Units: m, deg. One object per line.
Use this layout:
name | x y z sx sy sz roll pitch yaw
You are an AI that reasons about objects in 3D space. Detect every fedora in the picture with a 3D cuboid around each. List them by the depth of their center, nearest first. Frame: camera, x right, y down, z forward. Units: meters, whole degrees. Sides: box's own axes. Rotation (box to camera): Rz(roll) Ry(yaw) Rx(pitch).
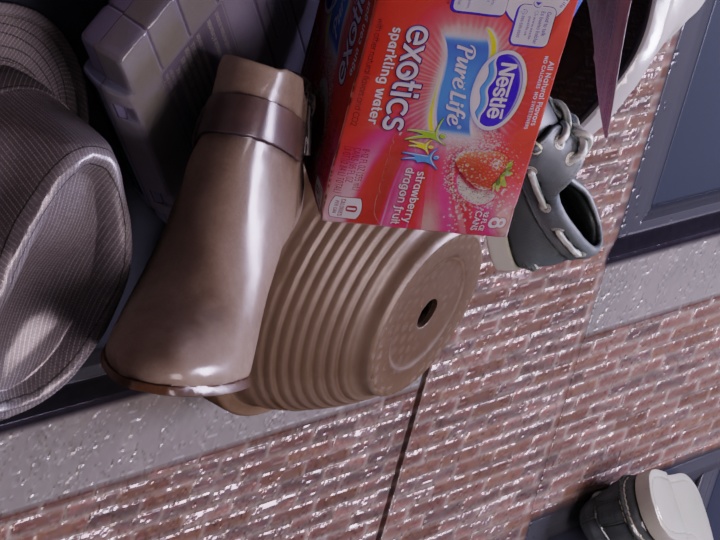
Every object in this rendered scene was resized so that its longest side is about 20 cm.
fedora | -0.164 -0.012 1.311 0.177 0.090 0.201 6 109 -57

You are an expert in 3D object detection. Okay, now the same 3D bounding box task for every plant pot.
plant pot | 0.000 0.000 1.532 0.201 0.092 0.201 -46 153 -31

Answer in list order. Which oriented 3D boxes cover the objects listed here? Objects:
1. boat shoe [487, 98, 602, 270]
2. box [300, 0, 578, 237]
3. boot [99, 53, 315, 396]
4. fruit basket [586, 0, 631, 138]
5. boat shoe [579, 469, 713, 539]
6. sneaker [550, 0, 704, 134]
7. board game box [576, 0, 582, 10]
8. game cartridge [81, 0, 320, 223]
boat shoe | 0.095 -0.072 1.546 0.200 0.061 0.073 79 18 -51
box | 0.039 -0.125 1.384 0.099 0.096 0.201 5 122 -16
boot | -0.066 -0.026 1.339 0.200 0.070 0.147 -61 166 -82
fruit basket | 0.135 -0.196 1.422 0.093 0.200 0.186 1 129 -8
boat shoe | 0.207 0.184 2.060 0.062 0.073 0.200 -19 161 15
sneaker | 0.162 -0.143 1.695 0.201 0.073 0.085 -58 146 -8
board game box | 0.053 -0.165 1.547 0.135 0.045 0.200 -61 149 -1
game cartridge | -0.072 -0.106 1.395 0.130 0.038 0.200 -48 160 -13
